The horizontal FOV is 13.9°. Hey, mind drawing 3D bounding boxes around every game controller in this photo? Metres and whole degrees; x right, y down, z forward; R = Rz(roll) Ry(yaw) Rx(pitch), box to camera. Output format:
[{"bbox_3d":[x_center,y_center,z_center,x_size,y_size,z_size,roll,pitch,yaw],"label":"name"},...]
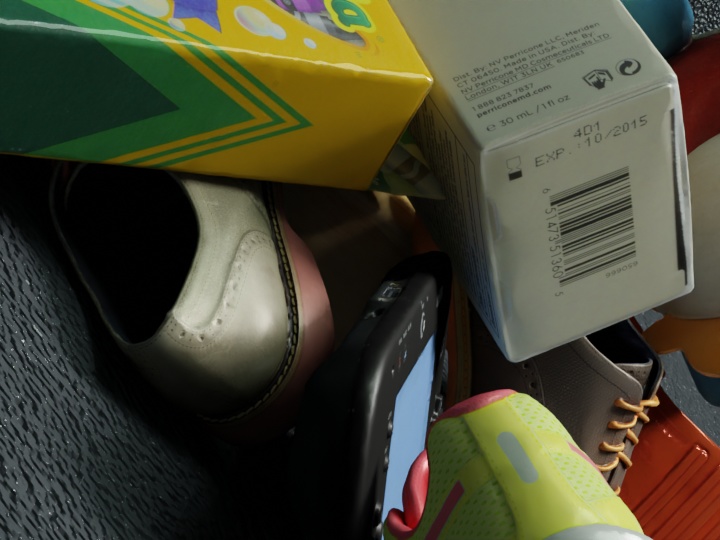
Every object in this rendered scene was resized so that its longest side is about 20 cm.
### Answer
[{"bbox_3d":[0.006,0.057,0.910,0.042,0.105,0.200,16,12,4],"label":"game controller"}]

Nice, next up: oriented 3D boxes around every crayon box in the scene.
[{"bbox_3d":[-0.065,-0.089,0.917,0.200,0.052,0.126,5,41,-36],"label":"crayon box"}]

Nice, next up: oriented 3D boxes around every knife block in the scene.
[{"bbox_3d":[0.000,0.000,1.083,0.176,0.064,0.200,52,13,-8],"label":"knife block"}]

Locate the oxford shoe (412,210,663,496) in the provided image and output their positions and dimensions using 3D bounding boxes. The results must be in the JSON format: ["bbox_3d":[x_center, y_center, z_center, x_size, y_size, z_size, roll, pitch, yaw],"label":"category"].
[{"bbox_3d":[0.070,0.061,1.036,0.071,0.073,0.201,-13,94,-63],"label":"oxford shoe"}]

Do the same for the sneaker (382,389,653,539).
[{"bbox_3d":[0.043,0.093,0.830,0.090,0.078,0.200,61,-18,21],"label":"sneaker"}]

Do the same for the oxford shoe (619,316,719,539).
[{"bbox_3d":[0.107,0.084,1.237,0.072,0.071,0.200,15,-43,54],"label":"oxford shoe"}]

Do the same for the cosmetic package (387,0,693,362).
[{"bbox_3d":[0.038,-0.077,1.004,0.105,0.071,0.200,79,-14,-47],"label":"cosmetic package"}]

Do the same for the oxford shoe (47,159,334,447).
[{"bbox_3d":[-0.067,-0.039,0.939,0.075,0.070,0.200,33,23,-47],"label":"oxford shoe"}]

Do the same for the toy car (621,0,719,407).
[{"bbox_3d":[0.144,-0.014,1.106,0.185,0.176,0.200,64,31,-17],"label":"toy car"}]
